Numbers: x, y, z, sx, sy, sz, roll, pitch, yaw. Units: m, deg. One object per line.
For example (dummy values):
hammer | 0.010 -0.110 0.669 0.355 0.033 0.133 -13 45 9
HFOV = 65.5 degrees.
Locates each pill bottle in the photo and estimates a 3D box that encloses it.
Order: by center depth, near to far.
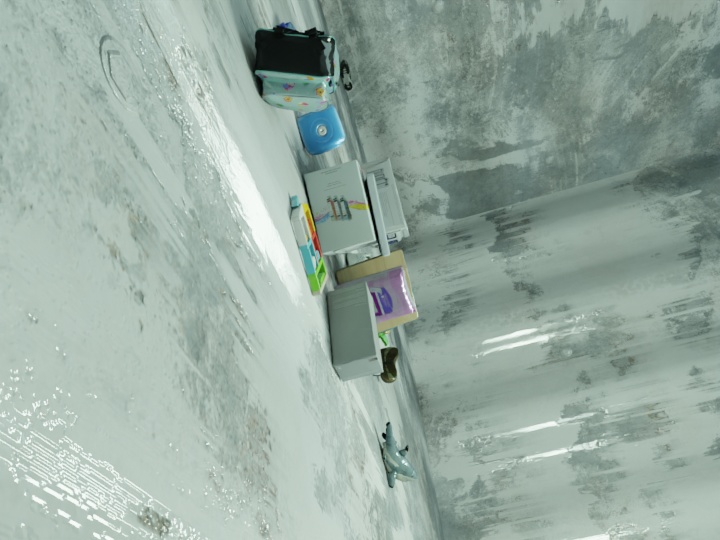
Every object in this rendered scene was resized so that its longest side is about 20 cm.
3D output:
pill bottle | 0.140 -0.190 2.780 0.116 0.193 0.120 -14 89 -83

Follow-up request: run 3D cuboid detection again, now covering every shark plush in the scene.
shark plush | 0.105 0.520 1.614 0.091 0.081 0.207 -60 136 -80

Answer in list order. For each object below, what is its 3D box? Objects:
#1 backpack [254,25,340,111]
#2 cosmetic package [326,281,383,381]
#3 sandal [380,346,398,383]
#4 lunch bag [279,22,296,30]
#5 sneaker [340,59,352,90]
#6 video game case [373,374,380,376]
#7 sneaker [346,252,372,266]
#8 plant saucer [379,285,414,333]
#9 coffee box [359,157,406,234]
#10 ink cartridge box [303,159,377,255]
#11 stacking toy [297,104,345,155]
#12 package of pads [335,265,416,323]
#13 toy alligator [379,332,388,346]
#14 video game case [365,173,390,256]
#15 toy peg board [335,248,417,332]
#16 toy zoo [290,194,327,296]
backpack | -0.126 -0.415 1.174 0.200 0.169 0.159 -80 172 -76
cosmetic package | -0.014 0.139 1.289 0.091 0.103 0.205 67 14 -54
sandal | 0.097 0.334 1.954 0.202 0.079 0.056 -93 -176 -62
lunch bag | -0.171 -0.583 1.546 0.202 0.092 0.153 57 17 -33
sneaker | -0.092 -1.182 3.350 0.202 0.064 0.093 73 4 -57
video game case | 0.041 0.201 1.802 0.203 0.025 0.185 -96 -179 -49
sneaker | 0.000 0.000 1.743 0.203 0.084 0.076 -92 168 -54
plant saucer | 0.073 0.101 1.716 0.028 0.196 0.203 51 21 -37
coffee box | 0.010 -0.194 1.651 0.198 0.193 0.207 -179 -105 -88
ink cartridge box | -0.045 -0.152 1.426 0.145 0.140 0.207 0 77 -84
stacking toy | -0.116 -0.386 1.565 0.200 0.113 0.113 -131 -161 -75
package of pads | 0.039 0.072 1.468 0.076 0.194 0.124 -71 142 -68
toy alligator | 0.062 0.179 2.066 0.053 0.059 0.206 6 64 -39
video game case | 0.043 -0.143 1.460 0.182 0.021 0.207 -100 178 -86
toy peg board | 0.039 0.060 1.587 0.098 0.193 0.206 -141 -146 -74
toy zoo | -0.112 -0.062 1.209 0.132 0.020 0.206 -78 155 -74
